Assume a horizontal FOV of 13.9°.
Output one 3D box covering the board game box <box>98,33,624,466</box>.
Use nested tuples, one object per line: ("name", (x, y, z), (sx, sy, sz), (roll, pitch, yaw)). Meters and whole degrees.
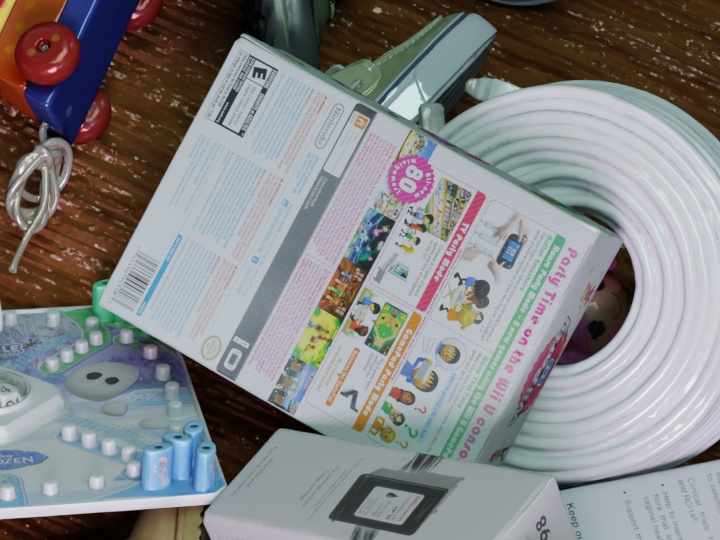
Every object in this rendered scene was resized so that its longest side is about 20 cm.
("board game box", (0.000, 0.000, 1.391), (0.200, 0.064, 0.148), (30, 94, 16))

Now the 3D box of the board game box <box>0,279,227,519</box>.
("board game box", (-0.177, 0.057, 1.398), (0.199, 0.026, 0.200), (-3, 26, -12))

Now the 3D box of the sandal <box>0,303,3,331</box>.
("sandal", (-0.205, -0.041, 1.464), (0.050, 0.083, 0.203), (-15, 50, -16))

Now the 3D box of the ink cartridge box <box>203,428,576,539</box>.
("ink cartridge box", (0.039, 0.146, 1.310), (0.200, 0.116, 0.067), (8, 41, 39))

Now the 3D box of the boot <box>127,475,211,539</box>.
("boot", (-0.174, 0.164, 1.348), (0.199, 0.066, 0.176), (8, 67, 3))

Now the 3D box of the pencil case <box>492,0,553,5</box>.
("pencil case", (0.098, -0.246, 1.637), (0.090, 0.083, 0.201), (7, 62, 11))

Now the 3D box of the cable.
("cable", (0.103, 0.006, 1.430), (0.199, 0.069, 0.201), (6, 88, 19))

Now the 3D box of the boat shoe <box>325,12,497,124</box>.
("boat shoe", (-0.008, -0.075, 1.538), (0.062, 0.072, 0.200), (41, 66, 8))

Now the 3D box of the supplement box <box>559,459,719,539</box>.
("supplement box", (0.155, 0.158, 1.433), (0.199, 0.101, 0.104), (-11, 66, -15))

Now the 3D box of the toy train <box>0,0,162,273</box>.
("toy train", (-0.191, -0.105, 1.523), (0.115, 0.085, 0.200), (17, 71, 17))

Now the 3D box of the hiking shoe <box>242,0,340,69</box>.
("hiking shoe", (-0.009, -0.185, 1.591), (0.100, 0.076, 0.201), (7, 62, -4))

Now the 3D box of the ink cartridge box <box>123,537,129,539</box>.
("ink cartridge box", (-0.096, 0.225, 1.387), (0.200, 0.041, 0.200), (-21, 69, -19))

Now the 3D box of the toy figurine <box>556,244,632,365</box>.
("toy figurine", (0.156, 0.006, 1.515), (0.183, 0.150, 0.201), (1, 83, 4))
